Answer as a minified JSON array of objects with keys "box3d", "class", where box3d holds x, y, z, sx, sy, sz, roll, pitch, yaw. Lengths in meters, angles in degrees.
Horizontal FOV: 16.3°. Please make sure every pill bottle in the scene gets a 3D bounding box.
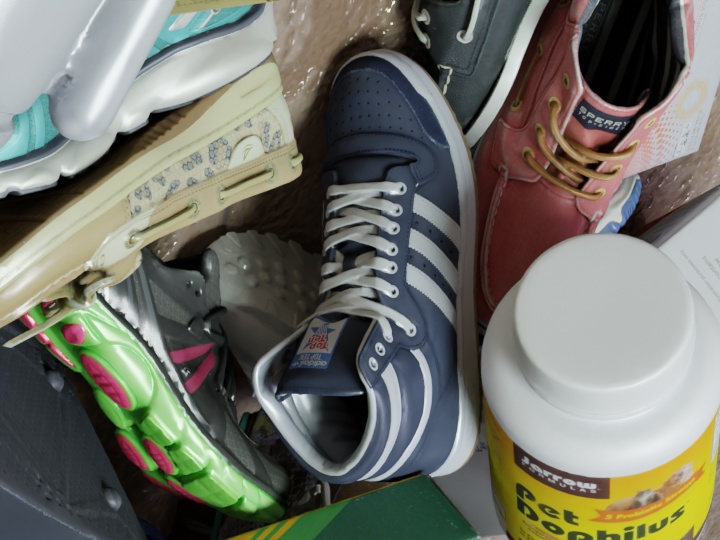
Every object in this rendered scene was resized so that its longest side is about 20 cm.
[{"box3d":[0.111,0.064,1.151,0.109,0.109,0.200,-39,155,-15],"class":"pill bottle"}]

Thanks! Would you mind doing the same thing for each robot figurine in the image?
[{"box3d":[-0.146,-0.113,0.882,0.170,0.113,0.200,33,100,-17],"class":"robot figurine"}]

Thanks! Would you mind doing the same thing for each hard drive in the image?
[{"box3d":[-0.161,0.058,1.029,0.042,0.135,0.200,-33,152,7],"class":"hard drive"}]

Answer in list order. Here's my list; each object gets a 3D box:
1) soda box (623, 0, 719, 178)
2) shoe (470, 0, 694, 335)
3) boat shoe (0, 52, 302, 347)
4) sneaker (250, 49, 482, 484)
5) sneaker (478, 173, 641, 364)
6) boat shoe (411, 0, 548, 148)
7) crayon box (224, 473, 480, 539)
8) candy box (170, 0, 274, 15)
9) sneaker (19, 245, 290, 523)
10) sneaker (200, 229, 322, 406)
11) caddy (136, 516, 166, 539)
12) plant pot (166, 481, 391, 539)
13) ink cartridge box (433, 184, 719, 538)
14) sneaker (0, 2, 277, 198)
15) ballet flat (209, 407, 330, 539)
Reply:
[{"box3d":[0.149,-0.145,1.244,0.068,0.064,0.200,-21,139,-36],"class":"soda box"},{"box3d":[0.096,-0.062,1.157,0.091,0.071,0.200,-159,-92,-80],"class":"shoe"},{"box3d":[-0.094,-0.023,1.021,0.200,0.073,0.063,-38,113,-36],"class":"boat shoe"},{"box3d":[0.000,0.000,1.127,0.108,0.070,0.200,-8,91,-56],"class":"sneaker"},{"box3d":[0.072,-0.025,1.267,0.075,0.088,0.200,-39,-175,43],"class":"sneaker"},{"box3d":[0.057,-0.132,1.154,0.060,0.076,0.200,19,125,-15],"class":"boat shoe"},{"box3d":[-0.048,0.177,1.110,0.200,0.052,0.126,-15,132,-26],"class":"crayon box"},{"box3d":[0.003,-0.150,0.921,0.115,0.200,0.055,-45,118,-36],"class":"candy box"},{"box3d":[-0.080,0.036,1.107,0.084,0.077,0.200,-48,125,-23],"class":"sneaker"},{"box3d":[-0.027,0.044,1.229,0.080,0.076,0.200,-34,145,20],"class":"sneaker"},{"box3d":[-0.164,0.182,1.170,0.141,0.105,0.200,-13,133,-44],"class":"caddy"},{"box3d":[-0.006,0.202,1.314,0.200,0.200,0.198,-45,140,-6],"class":"plant pot"},{"box3d":[0.132,0.050,1.349,0.200,0.086,0.148,-40,-178,-16],"class":"ink cartridge box"},{"box3d":[-0.123,-0.090,0.993,0.200,0.077,0.080,-35,126,-29],"class":"sneaker"},{"box3d":[-0.057,0.166,1.190,0.072,0.072,0.200,38,69,-57],"class":"ballet flat"}]
